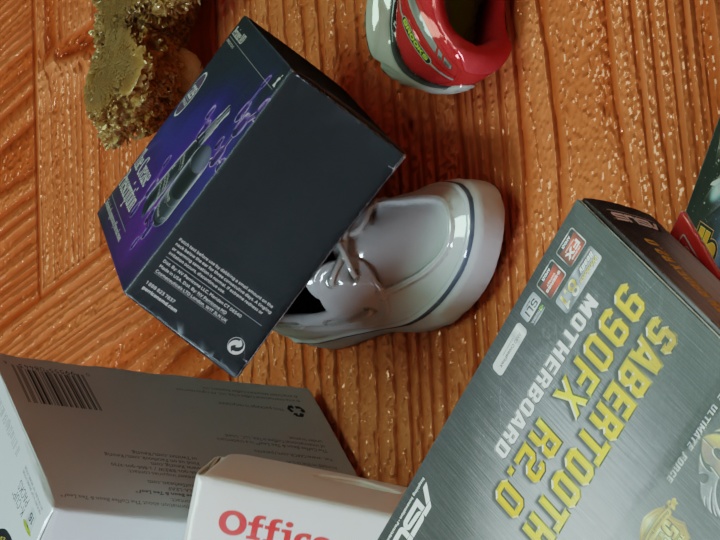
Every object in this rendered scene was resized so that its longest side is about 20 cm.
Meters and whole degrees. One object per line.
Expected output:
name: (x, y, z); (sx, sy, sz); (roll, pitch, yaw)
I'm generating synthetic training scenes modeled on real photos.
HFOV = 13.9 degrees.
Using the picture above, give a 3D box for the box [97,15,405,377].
box: (-0.061, -0.044, 1.526); (0.141, 0.079, 0.200); (-50, 15, 3)

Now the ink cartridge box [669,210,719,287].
ink cartridge box: (0.133, 0.107, 1.222); (0.177, 0.045, 0.200); (108, 144, -47)

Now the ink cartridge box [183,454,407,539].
ink cartridge box: (-0.024, 0.202, 1.416); (0.084, 0.145, 0.201); (-26, -53, -84)

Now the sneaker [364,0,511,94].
sneaker: (0.053, -0.190, 1.485); (0.085, 0.077, 0.201); (1, 94, 54)

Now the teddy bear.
teddy bear: (-0.121, -0.169, 1.785); (0.145, 0.067, 0.201); (-44, 39, 33)

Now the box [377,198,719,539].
box: (0.098, 0.097, 1.194); (0.158, 0.048, 0.200); (49, 117, 41)

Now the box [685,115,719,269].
box: (0.187, -0.004, 1.229); (0.137, 0.040, 0.201); (42, 118, 54)

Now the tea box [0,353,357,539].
tea box: (-0.124, 0.166, 1.554); (0.197, 0.199, 0.134); (-64, 35, 26)

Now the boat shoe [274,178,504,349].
boat shoe: (0.000, 0.000, 1.519); (0.200, 0.065, 0.074); (-31, 56, 53)
